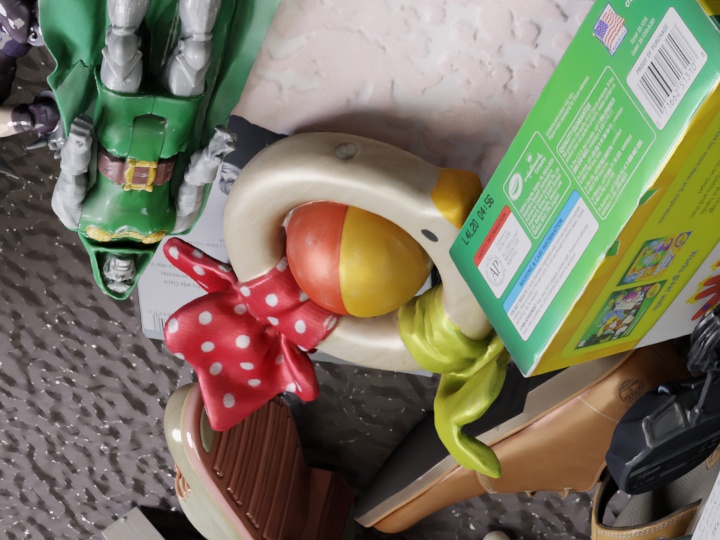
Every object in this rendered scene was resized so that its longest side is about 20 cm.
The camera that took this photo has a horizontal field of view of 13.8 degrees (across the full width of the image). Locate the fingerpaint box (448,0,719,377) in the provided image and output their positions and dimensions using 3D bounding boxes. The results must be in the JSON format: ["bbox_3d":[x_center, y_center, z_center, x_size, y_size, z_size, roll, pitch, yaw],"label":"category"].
[{"bbox_3d":[0.150,-0.059,1.195,0.074,0.166,0.200,58,143,26],"label":"fingerpaint box"}]

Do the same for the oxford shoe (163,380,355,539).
[{"bbox_3d":[-0.065,0.106,1.460,0.073,0.071,0.200,6,155,21],"label":"oxford shoe"}]

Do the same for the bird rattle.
[{"bbox_3d":[0.000,0.000,1.317,0.199,0.113,0.164,19,140,25],"label":"bird rattle"}]

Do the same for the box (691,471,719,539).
[{"bbox_3d":[0.234,0.164,1.261,0.199,0.131,0.200,19,106,-5],"label":"box"}]

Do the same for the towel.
[{"bbox_3d":[0.048,-0.110,1.255,0.199,0.032,0.191,22,128,-4],"label":"towel"}]

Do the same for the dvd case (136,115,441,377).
[{"bbox_3d":[-0.037,-0.038,1.379,0.149,0.025,0.201,8,134,12],"label":"dvd case"}]

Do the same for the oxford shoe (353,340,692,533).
[{"bbox_3d":[0.076,0.087,1.422,0.071,0.071,0.200,45,130,-17],"label":"oxford shoe"}]

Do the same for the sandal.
[{"bbox_3d":[0.142,0.112,1.412,0.054,0.082,0.200,12,135,-19],"label":"sandal"}]

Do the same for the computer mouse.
[{"bbox_3d":[0.139,0.048,1.286,0.058,0.034,0.200,-23,161,-16],"label":"computer mouse"}]

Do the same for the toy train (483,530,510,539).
[{"bbox_3d":[0.082,0.212,1.451,0.055,0.200,0.151,-14,95,-14],"label":"toy train"}]

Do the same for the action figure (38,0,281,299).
[{"bbox_3d":[-0.091,-0.067,1.263,0.117,0.055,0.201,4,132,-11],"label":"action figure"}]

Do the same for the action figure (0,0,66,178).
[{"bbox_3d":[-0.145,-0.118,1.300,0.130,0.069,0.200,48,122,-4],"label":"action figure"}]

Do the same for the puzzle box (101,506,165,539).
[{"bbox_3d":[-0.059,0.214,1.531,0.025,0.200,0.133,-36,122,-9],"label":"puzzle box"}]

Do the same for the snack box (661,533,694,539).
[{"bbox_3d":[0.220,0.175,1.411,0.199,0.053,0.143,-10,134,-11],"label":"snack box"}]
